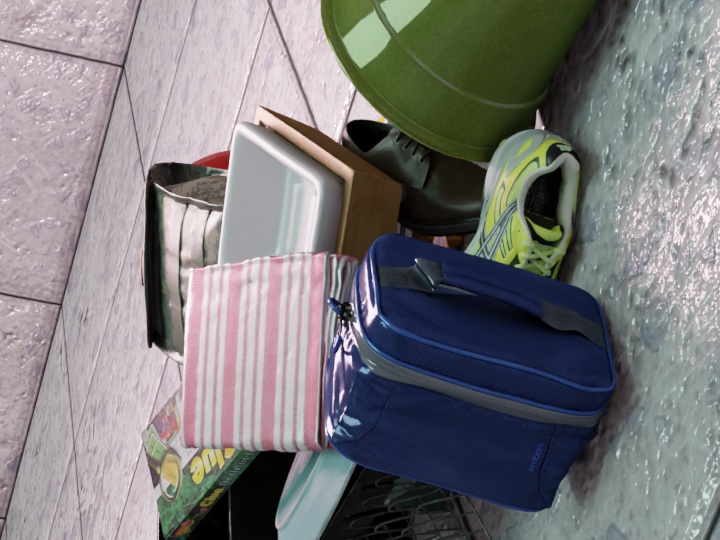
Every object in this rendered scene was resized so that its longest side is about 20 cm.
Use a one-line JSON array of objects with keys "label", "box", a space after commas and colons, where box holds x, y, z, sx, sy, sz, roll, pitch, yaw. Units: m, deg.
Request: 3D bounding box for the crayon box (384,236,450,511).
[{"label": "crayon box", "box": [0.065, 0.079, 1.614, 0.126, 0.051, 0.201, -102, 27, -53]}]

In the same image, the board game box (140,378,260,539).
[{"label": "board game box", "box": [-0.118, 0.123, 1.611, 0.200, 0.023, 0.105, -51, 48, 41]}]

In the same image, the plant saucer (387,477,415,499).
[{"label": "plant saucer", "box": [0.009, 0.083, 1.612, 0.200, 0.027, 0.202, -9, 80, 64]}]

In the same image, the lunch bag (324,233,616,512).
[{"label": "lunch bag", "box": [0.068, 0.058, 1.359, 0.136, 0.199, 0.133, -96, 26, -58]}]

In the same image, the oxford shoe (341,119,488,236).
[{"label": "oxford shoe", "box": [0.052, -0.079, 1.592, 0.199, 0.072, 0.085, 16, 126, 41]}]

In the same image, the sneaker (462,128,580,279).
[{"label": "sneaker", "box": [0.112, -0.006, 1.469, 0.076, 0.075, 0.202, -163, 82, -74]}]

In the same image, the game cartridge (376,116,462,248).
[{"label": "game cartridge", "box": [0.052, -0.082, 1.804, 0.200, 0.032, 0.178, 147, 132, -65]}]

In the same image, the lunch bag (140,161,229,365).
[{"label": "lunch bag", "box": [-0.137, -0.004, 1.803, 0.199, 0.117, 0.165, 17, 111, 50]}]

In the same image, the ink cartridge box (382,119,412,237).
[{"label": "ink cartridge box", "box": [0.000, 0.000, 1.757, 0.198, 0.043, 0.201, 123, 157, -56]}]

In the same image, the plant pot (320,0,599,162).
[{"label": "plant pot", "box": [0.102, -0.216, 1.490, 0.190, 0.199, 0.201, -47, 33, 39]}]

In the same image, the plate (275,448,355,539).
[{"label": "plate", "box": [-0.027, 0.138, 1.523, 0.200, 0.025, 0.201, -157, 90, -83]}]

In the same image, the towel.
[{"label": "towel", "box": [-0.073, 0.064, 1.515, 0.199, 0.030, 0.148, -6, 78, 52]}]

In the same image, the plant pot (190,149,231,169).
[{"label": "plant pot", "box": [-0.096, 0.000, 1.986, 0.201, 0.199, 0.178, -107, 23, -58]}]

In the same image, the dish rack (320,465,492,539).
[{"label": "dish rack", "box": [0.043, 0.218, 1.499, 0.201, 0.054, 0.154, 60, 140, 33]}]

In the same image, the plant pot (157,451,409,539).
[{"label": "plant pot", "box": [-0.064, 0.233, 1.719, 0.200, 0.176, 0.200, -94, 25, -42]}]

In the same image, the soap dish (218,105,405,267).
[{"label": "soap dish", "box": [-0.041, -0.031, 1.600, 0.200, 0.081, 0.159, -142, 56, -59]}]
